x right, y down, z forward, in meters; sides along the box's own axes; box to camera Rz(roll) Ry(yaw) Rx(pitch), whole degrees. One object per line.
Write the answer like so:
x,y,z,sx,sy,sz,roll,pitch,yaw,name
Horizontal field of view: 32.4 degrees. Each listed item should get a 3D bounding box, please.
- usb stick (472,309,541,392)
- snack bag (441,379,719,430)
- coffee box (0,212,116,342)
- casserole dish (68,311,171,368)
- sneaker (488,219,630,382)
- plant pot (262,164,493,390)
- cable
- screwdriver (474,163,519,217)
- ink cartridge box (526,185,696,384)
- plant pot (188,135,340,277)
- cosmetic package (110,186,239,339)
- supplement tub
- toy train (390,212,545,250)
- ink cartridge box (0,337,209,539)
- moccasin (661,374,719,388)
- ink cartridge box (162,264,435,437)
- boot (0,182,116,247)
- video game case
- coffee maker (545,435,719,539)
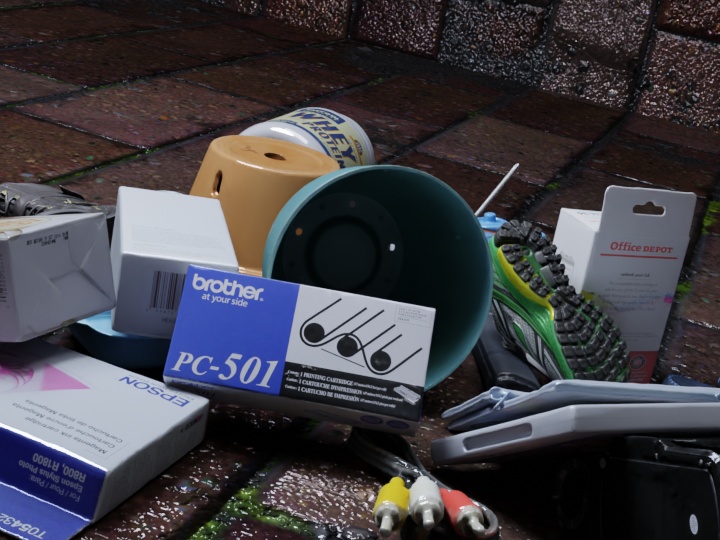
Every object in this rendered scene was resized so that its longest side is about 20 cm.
0.134,0.079,1.203,0.055,0.033,0.200,14,17,-7,usb stick
0.186,0.109,0.997,0.186,0.022,0.200,5,-17,-18,snack bag
-0.308,0.004,0.978,0.198,0.081,0.114,0,10,29,coffee box
-0.171,0.048,1.094,0.198,0.039,0.121,-3,23,-36,casserole dish
0.178,0.054,1.156,0.077,0.085,0.201,-19,70,-35,sneaker
0.000,0.000,1.115,0.198,0.204,0.161,7,8,-15,plant pot
0.045,0.150,0.904,0.096,0.051,0.200,6,19,-10,cable
0.104,-0.035,1.299,0.028,0.200,0.029,41,2,-15,screwdriver
0.245,0.008,1.214,0.115,0.203,0.067,3,20,-27,ink cartridge box
-0.098,-0.053,1.279,0.197,0.142,0.200,11,19,-4,plant pot
-0.168,-0.009,1.095,0.100,0.075,0.200,8,16,-13,cosmetic package
-0.069,-0.114,1.471,0.143,0.147,0.200,16,19,14,supplement tub
0.120,-0.016,1.377,0.113,0.088,0.199,-12,21,-42,toy train
-0.236,0.107,0.874,0.194,0.044,0.200,18,17,16,ink cartridge box
0.370,0.133,1.135,0.199,0.069,0.080,24,22,34,moccasin
-0.046,0.062,0.963,0.197,0.095,0.044,10,-24,0,ink cartridge box
-0.323,-0.049,1.262,0.172,0.070,0.199,18,11,27,boot
0.183,0.126,0.947,0.198,0.023,0.182,2,-16,-30,video game case
0.271,0.164,0.872,0.197,0.137,0.192,3,19,-26,coffee maker
